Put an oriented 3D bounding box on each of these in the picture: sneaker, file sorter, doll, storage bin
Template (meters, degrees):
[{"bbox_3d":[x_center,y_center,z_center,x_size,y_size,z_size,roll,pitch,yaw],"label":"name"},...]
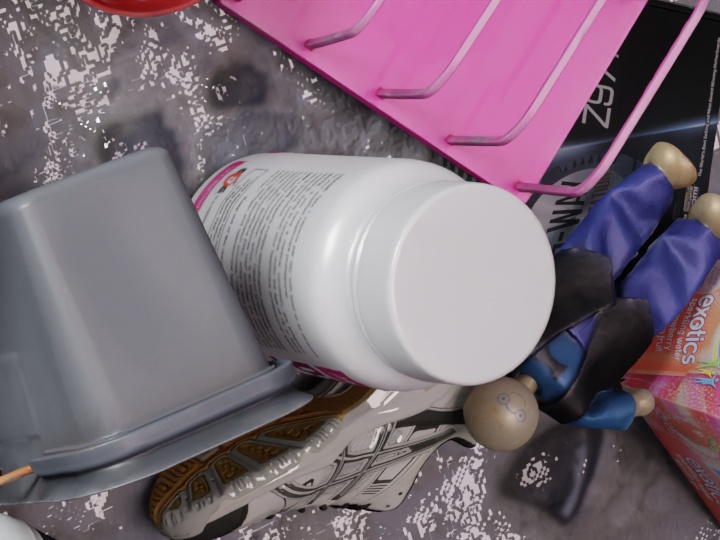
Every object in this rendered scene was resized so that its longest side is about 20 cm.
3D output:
[{"bbox_3d":[-0.014,0.103,1.258,0.200,0.076,0.088,-29,120,-20],"label":"sneaker"},{"bbox_3d":[0.055,-0.144,1.216,0.200,0.125,0.139,33,84,-14],"label":"file sorter"},{"bbox_3d":[0.120,0.020,1.291,0.136,0.048,0.200,45,66,-9],"label":"doll"},{"bbox_3d":[-0.139,0.028,1.114,0.146,0.200,0.134,-23,94,-29],"label":"storage bin"}]

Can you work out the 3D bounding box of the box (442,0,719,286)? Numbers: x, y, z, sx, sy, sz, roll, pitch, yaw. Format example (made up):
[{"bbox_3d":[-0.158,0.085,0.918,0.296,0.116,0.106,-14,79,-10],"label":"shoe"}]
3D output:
[{"bbox_3d":[0.123,-0.059,1.348,0.160,0.044,0.200,9,89,-32],"label":"box"}]

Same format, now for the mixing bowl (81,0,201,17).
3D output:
[{"bbox_3d":[-0.123,-0.229,1.126,0.200,0.108,0.200,-29,130,-41],"label":"mixing bowl"}]

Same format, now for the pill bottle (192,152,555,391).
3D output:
[{"bbox_3d":[0.000,0.000,1.183,0.113,0.200,0.113,-3,95,-31],"label":"pill bottle"}]

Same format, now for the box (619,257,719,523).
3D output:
[{"bbox_3d":[0.245,0.091,1.377,0.103,0.095,0.200,-54,134,-17],"label":"box"}]

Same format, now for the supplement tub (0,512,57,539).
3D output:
[{"bbox_3d":[-0.157,0.201,1.136,0.200,0.140,0.140,32,77,-30],"label":"supplement tub"}]
